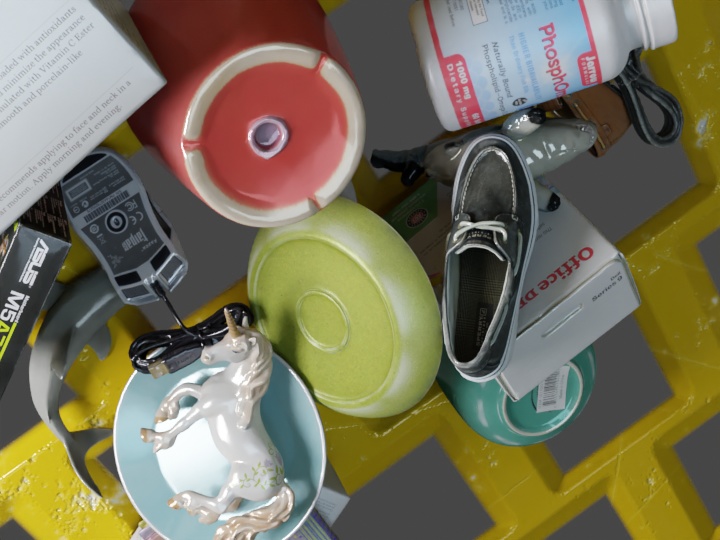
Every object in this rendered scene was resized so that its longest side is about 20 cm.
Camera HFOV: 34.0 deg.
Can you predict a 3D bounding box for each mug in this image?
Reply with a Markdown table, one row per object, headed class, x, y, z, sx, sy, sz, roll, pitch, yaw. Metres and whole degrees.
| class | x | y | z | sx | sy | sz | roll | pitch | yaw |
| --- | --- | --- | --- | --- | --- | --- | --- | --- | --- |
| mug | 0.146 | 0.088 | 1.156 | 0.185 | 0.115 | 0.152 | 37 | 99 | -31 |

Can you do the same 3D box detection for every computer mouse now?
| class | x | y | z | sx | sy | sz | roll | pitch | yaw |
| --- | --- | --- | --- | --- | --- | --- | --- | --- | --- |
| computer mouse | -0.182 | -0.013 | 0.996 | 0.109 | 0.044 | 0.202 | -30 | 90 | 4 |

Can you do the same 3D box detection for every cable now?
| class | x | y | z | sx | sy | sz | roll | pitch | yaw |
| --- | --- | --- | --- | --- | --- | --- | --- | --- | --- |
| cable | 0.239 | -0.184 | 1.038 | 0.097 | 0.050 | 0.201 | -37 | 118 | -20 |

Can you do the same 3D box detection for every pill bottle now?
| class | x | y | z | sx | sy | sz | roll | pitch | yaw |
| --- | --- | --- | --- | --- | --- | --- | --- | --- | --- |
| pill bottle | 0.146 | -0.192 | 0.945 | 0.198 | 0.109 | 0.110 | -17 | 122 | 11 |

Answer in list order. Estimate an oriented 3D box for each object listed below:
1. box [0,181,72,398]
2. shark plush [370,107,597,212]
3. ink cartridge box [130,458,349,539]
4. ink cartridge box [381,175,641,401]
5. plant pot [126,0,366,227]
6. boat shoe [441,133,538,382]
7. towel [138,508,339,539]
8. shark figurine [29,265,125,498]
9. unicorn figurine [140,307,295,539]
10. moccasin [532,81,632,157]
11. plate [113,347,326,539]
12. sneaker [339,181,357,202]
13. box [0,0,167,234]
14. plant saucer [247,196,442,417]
| class | x | y | z | sx | sy | sz | roll | pitch | yaw |
| --- | --- | --- | --- | --- | --- | --- | --- | --- | --- |
| box | -0.286 | 0.016 | 0.913 | 0.047 | 0.200 | 0.195 | 23 | 105 | -26 |
| shark plush | 0.107 | -0.095 | 1.036 | 0.198 | 0.083 | 0.092 | -15 | 114 | 30 |
| ink cartridge box | -0.128 | 0.257 | 1.157 | 0.145 | 0.085 | 0.201 | 28 | 101 | -29 |
| ink cartridge box | 0.129 | -0.008 | 1.047 | 0.145 | 0.200 | 0.088 | -38 | 137 | 0 |
| plant pot | -0.088 | -0.133 | 0.926 | 0.198 | 0.178 | 0.203 | -8 | 118 | -15 |
| boat shoe | 0.102 | -0.014 | 0.932 | 0.071 | 0.071 | 0.203 | 0 | 81 | 15 |
| towel | -0.100 | 0.262 | 1.108 | 0.143 | 0.023 | 0.201 | -36 | 121 | -1 |
| shark figurine | -0.257 | 0.090 | 1.028 | 0.127 | 0.090 | 0.217 | 9 | 110 | -22 |
| unicorn figurine | -0.114 | 0.129 | 0.981 | 0.136 | 0.074 | 0.202 | -24 | 106 | 15 |
| moccasin | 0.165 | -0.169 | 1.068 | 0.200 | 0.074 | 0.078 | 30 | 94 | -37 |
| plate | -0.121 | 0.152 | 1.028 | 0.197 | 0.026 | 0.203 | 2 | 96 | 15 |
| sneaker | 0.000 | 0.000 | 1.025 | 0.099 | 0.075 | 0.202 | -20 | 113 | -26 |
| box | -0.267 | -0.144 | 0.842 | 0.199 | 0.200 | 0.131 | -41 | 123 | 3 |
| plant saucer | -0.024 | 0.037 | 0.969 | 0.031 | 0.198 | 0.202 | -32 | 130 | -46 |
